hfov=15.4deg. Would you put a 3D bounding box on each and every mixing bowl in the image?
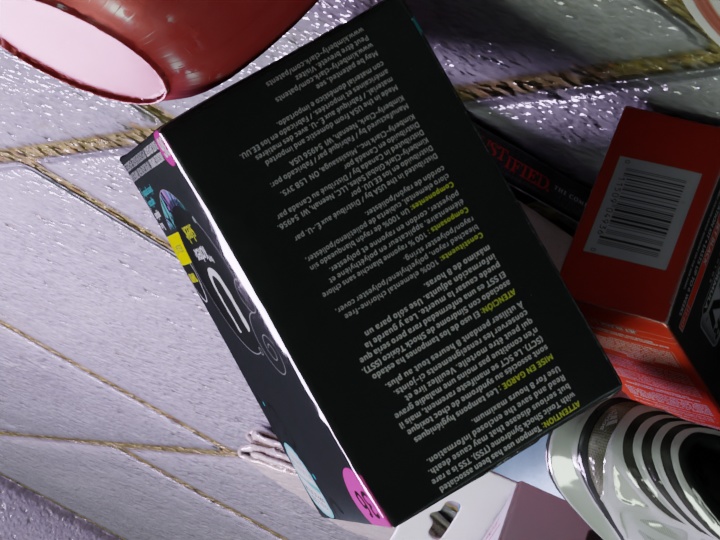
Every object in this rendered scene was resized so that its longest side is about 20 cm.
[{"bbox_3d":[-0.103,-0.141,1.137,0.200,0.109,0.200,21,164,6],"label":"mixing bowl"}]

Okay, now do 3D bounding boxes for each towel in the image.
[{"bbox_3d":[-0.005,0.190,2.262,0.132,0.035,0.200,14,163,36],"label":"towel"}]

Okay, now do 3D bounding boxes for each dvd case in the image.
[{"bbox_3d":[0.066,-0.037,1.401,0.200,0.022,0.146,27,165,-17],"label":"dvd case"}]

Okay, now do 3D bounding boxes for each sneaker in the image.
[{"bbox_3d":[0.176,0.136,1.247,0.115,0.076,0.201,17,156,49],"label":"sneaker"}]

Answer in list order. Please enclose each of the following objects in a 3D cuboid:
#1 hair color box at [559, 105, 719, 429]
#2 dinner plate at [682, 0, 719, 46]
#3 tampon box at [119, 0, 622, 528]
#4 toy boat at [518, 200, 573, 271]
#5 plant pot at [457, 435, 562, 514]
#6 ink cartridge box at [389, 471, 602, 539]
[{"bbox_3d":[0.160,0.013,1.275,0.061,0.102,0.200,15,164,26],"label":"hair color box"},{"bbox_3d":[0.214,-0.089,0.995,0.200,0.024,0.200,23,165,7],"label":"dinner plate"},{"bbox_3d":[0.000,0.000,1.207,0.200,0.126,0.150,61,168,-3],"label":"tampon box"},{"bbox_3d":[0.048,0.035,1.380,0.130,0.131,0.200,32,163,-31],"label":"toy boat"},{"bbox_3d":[0.169,0.116,1.473,0.200,0.200,0.188,23,154,1],"label":"plant pot"},{"bbox_3d":[0.108,0.185,1.385,0.200,0.067,0.116,23,140,-2],"label":"ink cartridge box"}]
